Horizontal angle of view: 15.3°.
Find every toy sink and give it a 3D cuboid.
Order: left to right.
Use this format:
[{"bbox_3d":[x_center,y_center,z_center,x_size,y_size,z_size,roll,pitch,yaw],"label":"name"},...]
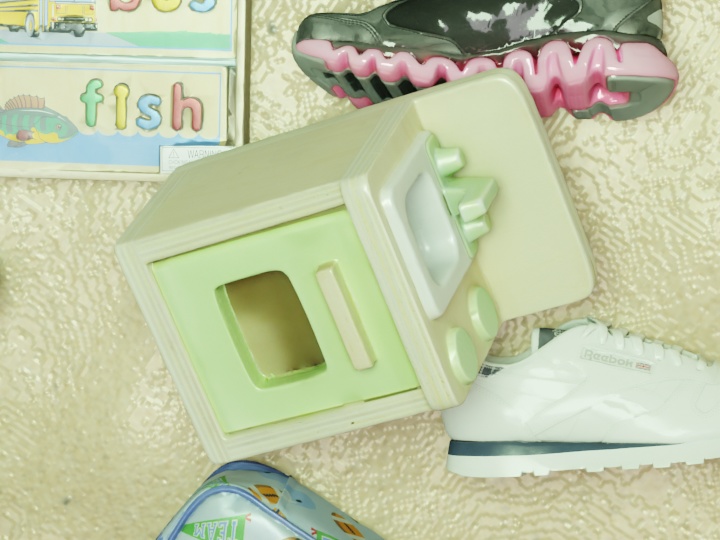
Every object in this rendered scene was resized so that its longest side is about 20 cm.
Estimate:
[{"bbox_3d":[0.000,0.000,1.339,0.199,0.112,0.131,-15,110,22],"label":"toy sink"}]

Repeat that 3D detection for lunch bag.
[{"bbox_3d":[-0.043,0.206,1.425,0.200,0.076,0.161,34,101,-1],"label":"lunch bag"}]

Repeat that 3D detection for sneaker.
[{"bbox_3d":[0.064,-0.130,1.383,0.199,0.079,0.096,1,75,4],"label":"sneaker"},{"bbox_3d":[0.139,0.063,1.394,0.199,0.076,0.081,-4,87,4],"label":"sneaker"}]

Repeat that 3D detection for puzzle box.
[{"bbox_3d":[-0.156,-0.115,1.418,0.199,0.025,0.134,1,97,5],"label":"puzzle box"}]
